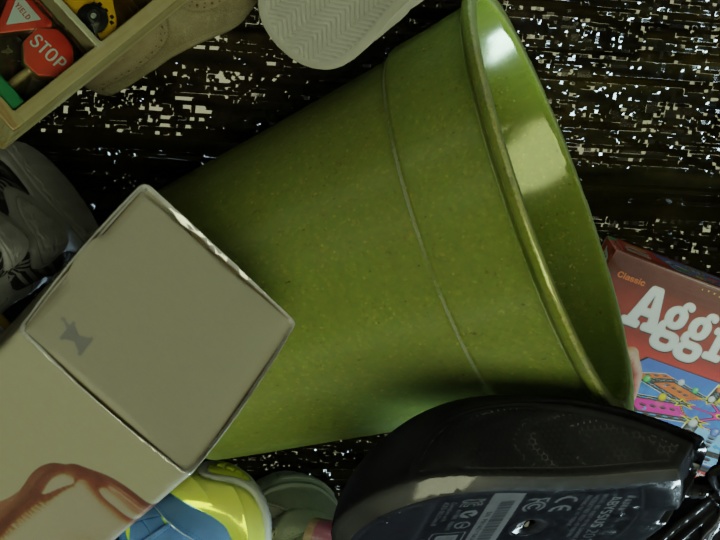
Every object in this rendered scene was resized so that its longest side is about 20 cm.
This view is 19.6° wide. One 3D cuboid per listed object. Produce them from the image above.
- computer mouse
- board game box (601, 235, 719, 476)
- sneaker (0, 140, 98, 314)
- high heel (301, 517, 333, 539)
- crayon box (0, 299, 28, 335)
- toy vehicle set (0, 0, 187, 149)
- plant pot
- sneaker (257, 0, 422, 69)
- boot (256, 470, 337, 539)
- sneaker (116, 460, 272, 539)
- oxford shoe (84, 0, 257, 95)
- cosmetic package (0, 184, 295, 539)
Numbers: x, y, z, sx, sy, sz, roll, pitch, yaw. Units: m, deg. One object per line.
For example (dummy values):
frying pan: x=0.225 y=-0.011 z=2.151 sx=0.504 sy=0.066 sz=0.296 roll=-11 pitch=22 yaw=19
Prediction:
computer mouse: x=0.080 y=0.085 z=0.864 sx=0.199 sy=0.053 sz=0.139 roll=1 pitch=149 yaw=-21
board game box: x=0.191 y=0.061 z=1.063 sx=0.200 sy=0.019 sz=0.103 roll=20 pitch=109 yaw=-18
sneaker: x=-0.187 y=0.000 z=0.834 sx=0.115 sy=0.200 sz=0.075 roll=-39 pitch=80 yaw=11
high heel: x=0.051 y=0.147 z=0.993 sx=0.096 sy=0.200 sz=0.068 roll=6 pitch=74 yaw=24
crayon box: x=-0.173 y=0.100 z=1.001 sx=0.126 sy=0.052 sz=0.200 roll=-35 pitch=115 yaw=7
toy vehicle set: x=-0.161 y=-0.160 z=0.821 sx=0.200 sy=0.027 sz=0.124 roll=47 pitch=66 yaw=-2
plant pot: x=0.000 y=0.000 z=0.924 sx=0.190 sy=0.200 sz=0.200 roll=-20 pitch=117 yaw=14
sneaker: x=0.048 y=-0.166 z=0.851 sx=0.200 sy=0.116 sz=0.074 roll=-28 pitch=105 yaw=44
boot: x=-0.059 y=0.205 z=1.045 sx=0.073 sy=0.096 sz=0.200 roll=13 pitch=112 yaw=-15
sneaker: x=-0.109 y=0.183 z=0.966 sx=0.105 sy=0.076 sz=0.201 roll=-2 pitch=109 yaw=-45
oxford shoe: x=-0.057 y=-0.152 z=0.907 sx=0.200 sy=0.071 sz=0.075 roll=-34 pitch=147 yaw=1
cosmetic package: x=-0.127 y=0.068 z=0.854 sx=0.087 sy=0.103 sz=0.200 roll=42 pitch=135 yaw=-6
